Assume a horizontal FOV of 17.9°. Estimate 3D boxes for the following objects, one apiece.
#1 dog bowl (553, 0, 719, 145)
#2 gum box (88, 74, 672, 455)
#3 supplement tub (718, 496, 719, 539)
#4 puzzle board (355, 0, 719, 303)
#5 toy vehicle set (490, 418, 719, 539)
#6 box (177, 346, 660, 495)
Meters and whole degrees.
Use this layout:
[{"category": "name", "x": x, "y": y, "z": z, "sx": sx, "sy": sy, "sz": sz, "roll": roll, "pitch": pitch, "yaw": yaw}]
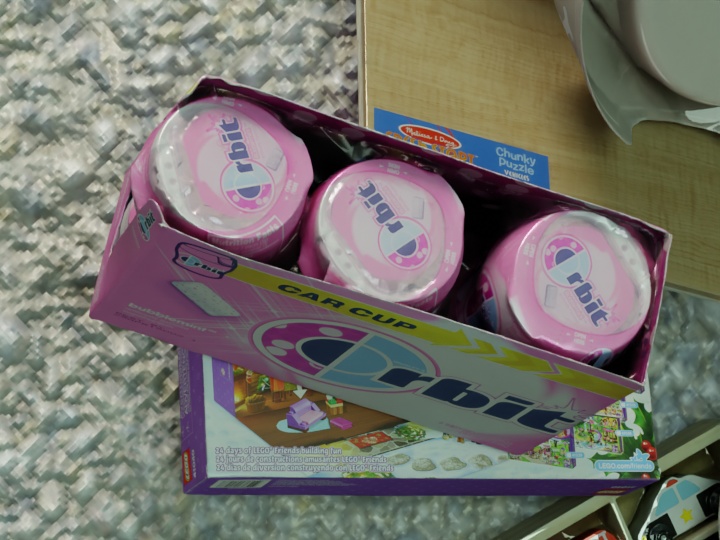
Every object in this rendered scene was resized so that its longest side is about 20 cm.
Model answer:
[{"category": "dog bowl", "x": 0.166, "y": -0.138, "z": 0.935, "sx": 0.199, "sy": 0.059, "sz": 0.201, "roll": -15, "pitch": 132, "yaw": -18}, {"category": "gum box", "x": 0.000, "y": 0.000, "z": 0.863, "sx": 0.199, "sy": 0.113, "sz": 0.066, "roll": 18, "pitch": 68, "yaw": -14}, {"category": "supplement tub", "x": 0.263, "y": 0.101, "z": 0.946, "sx": 0.145, "sy": 0.200, "sz": 0.146, "roll": 14, "pitch": 68, "yaw": -39}, {"category": "puzzle board", "x": 0.088, "y": -0.064, "z": 0.974, "sx": 0.199, "sy": 0.017, "sz": 0.151, "roll": 14, "pitch": 55, "yaw": -21}, {"category": "toy vehicle set", "x": 0.101, "y": 0.164, "z": 0.989, "sx": 0.199, "sy": 0.026, "sz": 0.125, "roll": -28, "pitch": 96, "yaw": -20}, {"category": "box", "x": 0.023, "y": 0.023, "z": 0.950, "sx": 0.199, "sy": 0.039, "sz": 0.138, "roll": 3, "pitch": 73, "yaw": -20}]
